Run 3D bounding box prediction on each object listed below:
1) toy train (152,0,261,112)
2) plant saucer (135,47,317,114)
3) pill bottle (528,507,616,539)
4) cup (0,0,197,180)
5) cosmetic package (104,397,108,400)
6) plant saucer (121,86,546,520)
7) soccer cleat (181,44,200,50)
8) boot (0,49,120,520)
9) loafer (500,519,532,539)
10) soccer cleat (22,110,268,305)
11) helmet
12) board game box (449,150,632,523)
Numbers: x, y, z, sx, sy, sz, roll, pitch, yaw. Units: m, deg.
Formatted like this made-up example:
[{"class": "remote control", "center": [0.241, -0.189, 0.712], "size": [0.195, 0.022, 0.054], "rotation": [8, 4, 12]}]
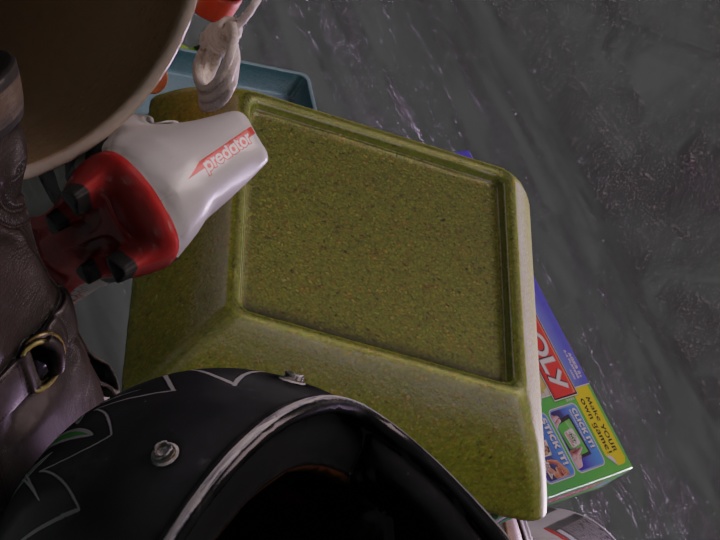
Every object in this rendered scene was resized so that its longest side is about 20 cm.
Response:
[{"class": "toy train", "center": [-0.069, -0.118, 1.017], "size": [0.056, 0.151, 0.200], "rotation": [15, -3, -29]}, {"class": "plant saucer", "center": [-0.114, -0.086, 1.128], "size": [0.200, 0.019, 0.070], "rotation": [11, 40, -23]}, {"class": "pill bottle", "center": [0.111, 0.208, 1.466], "size": [0.116, 0.116, 0.200], "rotation": [65, 13, 8]}, {"class": "cup", "center": [-0.174, -0.138, 0.930], "size": [0.201, 0.200, 0.143], "rotation": [59, -11, -16]}, {"class": "cosmetic package", "center": [-0.070, 0.136, 1.045], "size": [0.151, 0.052, 0.200], "rotation": [63, 13, 14]}, {"class": "plant saucer", "center": [0.000, 0.000, 1.060], "size": [0.200, 0.048, 0.200], "rotation": [16, 45, -17]}, {"class": "soccer cleat", "center": [-0.082, -0.064, 1.372], "size": [0.200, 0.084, 0.065], "rotation": [39, 30, -10]}, {"class": "boot", "center": [-0.158, 0.033, 0.823], "size": [0.200, 0.069, 0.174], "rotation": [-41, 131, -44]}, {"class": "loafer", "center": [0.041, 0.102, 1.257], "size": [0.200, 0.072, 0.063], "rotation": [66, 20, -6]}, {"class": "soccer cleat", "center": [-0.108, -0.027, 0.961], "size": [0.200, 0.085, 0.069], "rotation": [-11, -69, 60]}, {"class": "helmet", "center": [-0.043, 0.131, 0.840], "size": [0.191, 0.200, 0.200], "rotation": [39, 13, 1]}, {"class": "board game box", "center": [0.056, 0.033, 1.242], "size": [0.134, 0.029, 0.200], "rotation": [-12, 71, -52]}]
